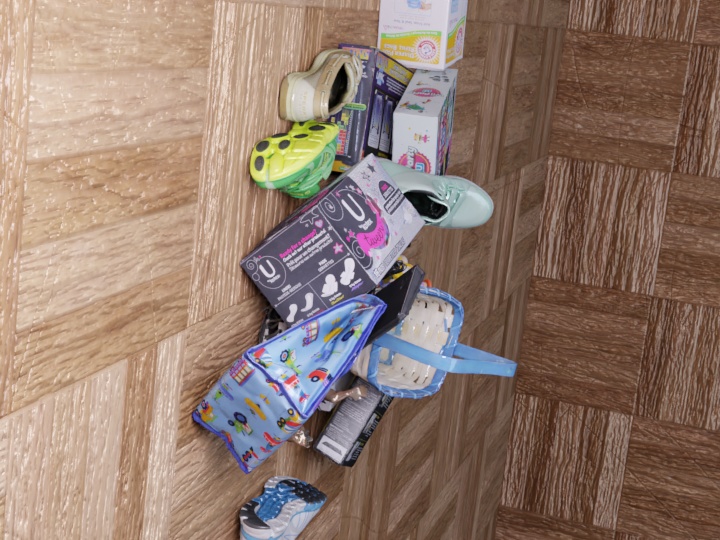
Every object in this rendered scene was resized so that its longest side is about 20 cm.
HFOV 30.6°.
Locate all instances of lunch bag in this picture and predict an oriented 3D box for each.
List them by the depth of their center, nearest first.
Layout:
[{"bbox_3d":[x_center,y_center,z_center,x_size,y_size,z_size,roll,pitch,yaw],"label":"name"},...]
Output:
[{"bbox_3d":[-0.063,0.100,1.413,0.200,0.094,0.151,-42,176,-42],"label":"lunch bag"}]

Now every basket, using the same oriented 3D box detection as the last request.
[{"bbox_3d":[0.071,0.089,1.604,0.176,0.199,0.140,13,98,-56],"label":"basket"}]

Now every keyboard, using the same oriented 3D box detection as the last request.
[{"bbox_3d":[0.013,0.047,1.504,0.200,0.021,0.128,-36,-152,49],"label":"keyboard"},{"bbox_3d":[0.080,0.086,1.799,0.104,0.039,0.200,-60,-173,1],"label":"keyboard"}]

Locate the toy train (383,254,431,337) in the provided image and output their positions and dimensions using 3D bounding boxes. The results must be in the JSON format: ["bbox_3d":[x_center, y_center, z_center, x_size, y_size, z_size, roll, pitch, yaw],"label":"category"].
[{"bbox_3d":[0.052,0.048,1.809,0.200,0.055,0.151,-141,-127,-73],"label":"toy train"}]

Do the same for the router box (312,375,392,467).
[{"bbox_3d":[0.000,0.198,1.836,0.150,0.051,0.200,-58,172,-6],"label":"router box"}]

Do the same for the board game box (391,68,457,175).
[{"bbox_3d":[0.086,-0.178,1.805,0.200,0.064,0.148,-66,160,-61],"label":"board game box"}]

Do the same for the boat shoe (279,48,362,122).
[{"bbox_3d":[-0.033,-0.219,1.573,0.201,0.063,0.074,-38,135,-64],"label":"boat shoe"}]

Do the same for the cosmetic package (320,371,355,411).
[{"bbox_3d":[-0.032,0.071,1.790,0.151,0.051,0.201,-41,137,-70],"label":"cosmetic package"}]

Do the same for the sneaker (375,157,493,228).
[{"bbox_3d":[0.103,-0.077,1.673,0.074,0.199,0.118,-66,-148,17],"label":"sneaker"}]

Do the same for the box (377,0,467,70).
[{"bbox_3d":[0.091,-0.392,1.847,0.112,0.101,0.201,-42,139,-65],"label":"box"}]

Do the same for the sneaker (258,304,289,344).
[{"bbox_3d":[-0.098,0.075,1.557,0.082,0.077,0.200,64,28,-28],"label":"sneaker"}]

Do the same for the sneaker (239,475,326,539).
[{"bbox_3d":[-0.108,0.321,1.659,0.200,0.075,0.087,-19,128,-67],"label":"sneaker"}]

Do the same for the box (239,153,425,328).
[{"bbox_3d":[-0.028,-0.034,1.525,0.115,0.132,0.200,51,29,-7],"label":"box"}]

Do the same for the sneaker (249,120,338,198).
[{"bbox_3d":[-0.067,-0.119,1.503,0.200,0.074,0.084,-43,136,-66],"label":"sneaker"}]

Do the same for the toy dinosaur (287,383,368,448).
[{"bbox_3d":[-0.085,0.166,1.619,0.200,0.135,0.086,-43,101,-33],"label":"toy dinosaur"}]

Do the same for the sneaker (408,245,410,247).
[{"bbox_3d":[0.069,-0.116,1.957,0.077,0.083,0.201,45,56,-60],"label":"sneaker"}]

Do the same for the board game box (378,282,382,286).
[{"bbox_3d":[0.000,0.000,1.718,0.135,0.029,0.201,-27,123,-70],"label":"board game box"}]

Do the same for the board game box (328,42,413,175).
[{"bbox_3d":[0.011,-0.203,1.765,0.200,0.056,0.166,5,92,-74],"label":"board game box"}]
